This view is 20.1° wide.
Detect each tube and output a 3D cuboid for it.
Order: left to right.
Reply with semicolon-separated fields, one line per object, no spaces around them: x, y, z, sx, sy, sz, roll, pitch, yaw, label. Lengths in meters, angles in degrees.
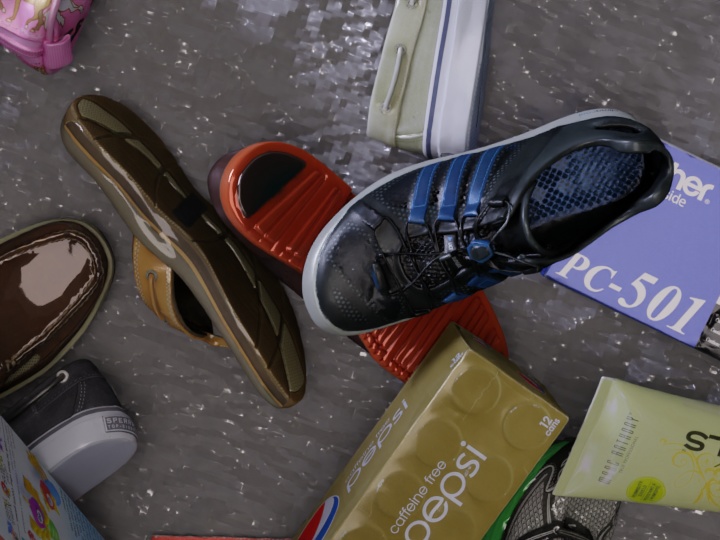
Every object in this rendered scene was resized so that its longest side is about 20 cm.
0.203;0.104;1.068;0.198;0.052;0.059;11;79;-16;tube

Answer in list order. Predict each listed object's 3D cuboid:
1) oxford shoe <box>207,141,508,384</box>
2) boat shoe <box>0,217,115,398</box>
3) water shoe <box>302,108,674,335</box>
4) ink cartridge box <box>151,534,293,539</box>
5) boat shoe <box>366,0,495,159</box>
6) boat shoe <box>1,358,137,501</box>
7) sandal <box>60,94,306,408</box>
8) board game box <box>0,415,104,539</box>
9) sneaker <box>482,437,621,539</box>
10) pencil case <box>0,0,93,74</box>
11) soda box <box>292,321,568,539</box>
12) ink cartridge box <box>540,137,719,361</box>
0.000;0.000;1.097;0.200;0.072;0.071;43;78;-18;oxford shoe
-0.220;0.046;1.101;0.202;0.075;0.075;-38;93;6;boat shoe
0.061;-0.026;1.021;0.199;0.079;0.072;-28;103;-2;water shoe
-0.033;0.247;1.130;0.172;0.044;0.202;0;96;2;ink cartridge box
0.042;-0.158;1.070;0.061;0.072;0.202;8;97;7;boat shoe
-0.214;0.115;1.116;0.199;0.070;0.067;-35;64;17;boat shoe
-0.099;-0.005;1.093;0.054;0.080;0.200;-40;91;22;sandal
-0.189;0.173;1.048;0.102;0.105;0.201;-25;133;5;board game box
0.100;0.186;1.078;0.078;0.085;0.202;23;82;-27;sneaker
-0.232;-0.177;1.076;0.199;0.083;0.087;22;96;0;pencil case
0.020;0.130;1.058;0.068;0.064;0.201;34;95;-11;soda box
0.206;0.003;1.091;0.199;0.044;0.095;26;95;0;ink cartridge box
